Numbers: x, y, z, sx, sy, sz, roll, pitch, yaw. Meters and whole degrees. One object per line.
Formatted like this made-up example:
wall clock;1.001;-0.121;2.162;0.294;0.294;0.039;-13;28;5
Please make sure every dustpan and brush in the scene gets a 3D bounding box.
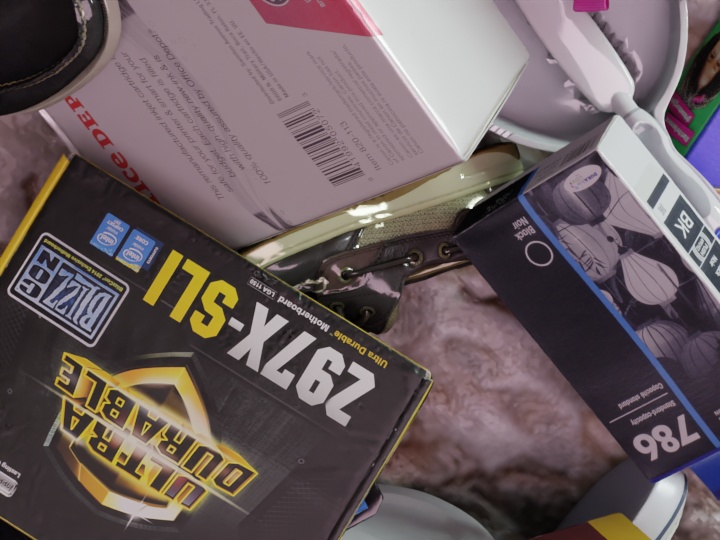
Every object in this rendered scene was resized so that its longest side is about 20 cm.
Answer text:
dustpan and brush;0.119;-0.089;1.098;0.139;0.057;0.200;-38;90;8

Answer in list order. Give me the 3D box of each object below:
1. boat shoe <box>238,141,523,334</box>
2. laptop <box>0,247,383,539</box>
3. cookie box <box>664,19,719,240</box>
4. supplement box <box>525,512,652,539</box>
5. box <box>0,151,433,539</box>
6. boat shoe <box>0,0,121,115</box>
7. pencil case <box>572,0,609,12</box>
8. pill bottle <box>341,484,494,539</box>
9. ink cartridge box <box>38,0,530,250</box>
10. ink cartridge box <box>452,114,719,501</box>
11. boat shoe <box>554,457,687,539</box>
boat shoe;0.000;0.000;1.118;0.199;0.073;0.065;-25;87;-12
laptop;-0.120;0.084;1.106;0.103;0.199;0.178;-36;79;43
cookie box;0.215;-0.016;1.159;0.170;0.075;0.201;30;103;-14
supplement box;0.085;0.237;1.064;0.199;0.197;0.134;-13;118;-23
box;-0.089;0.065;1.048;0.199;0.049;0.160;32;86;6
boat shoe;-0.190;-0.095;1.037;0.199;0.068;0.072;-10;104;37
pencil case;0.068;-0.206;1.007;0.088;0.089;0.200;-40;130;8
pill bottle;0.001;0.221;1.200;0.111;0.113;0.202;10;108;-10
ink cartridge box;-0.047;-0.100;1.045;0.199;0.083;0.147;-19;117;43
ink cartridge box;0.142;0.030;1.088;0.099;0.039;0.200;-33;104;38
boat shoe;0.130;0.192;1.225;0.086;0.075;0.203;29;106;-15
